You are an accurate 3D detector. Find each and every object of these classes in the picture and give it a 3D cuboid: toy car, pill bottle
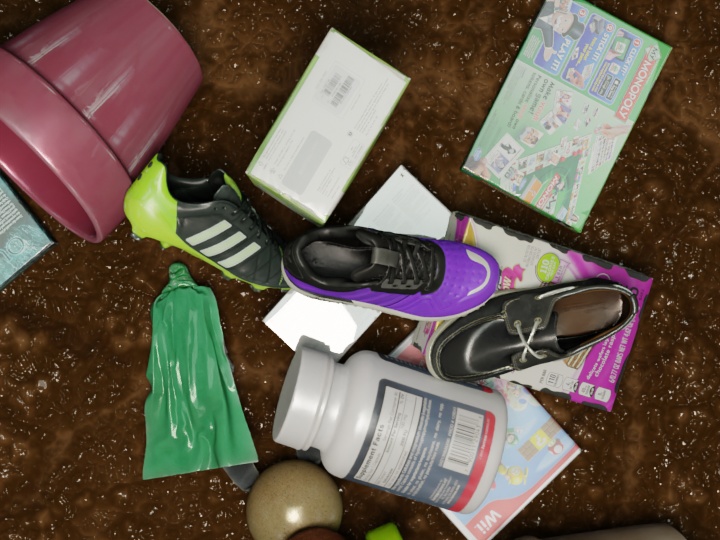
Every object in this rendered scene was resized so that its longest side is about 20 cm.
[{"bbox_3d":[-0.058,0.242,1.343,0.162,0.158,0.202,-21,63,-7],"label":"toy car"},{"bbox_3d":[0.025,0.141,1.302,0.197,0.120,0.121,18,90,-9],"label":"pill bottle"}]

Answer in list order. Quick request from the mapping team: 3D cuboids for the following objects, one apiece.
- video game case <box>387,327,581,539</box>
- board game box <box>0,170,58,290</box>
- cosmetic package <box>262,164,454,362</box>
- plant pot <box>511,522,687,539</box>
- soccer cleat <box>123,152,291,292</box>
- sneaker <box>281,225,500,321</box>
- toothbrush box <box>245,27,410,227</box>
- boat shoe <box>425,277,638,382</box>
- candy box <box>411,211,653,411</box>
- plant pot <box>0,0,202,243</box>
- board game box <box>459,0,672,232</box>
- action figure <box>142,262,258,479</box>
[{"bbox_3d":[0.100,0.152,1.384,0.143,0.017,0.200,-43,92,-1],"label":"video game case"},{"bbox_3d":[-0.410,-0.015,1.360,0.199,0.028,0.136,-39,92,-2],"label":"board game box"},{"bbox_3d":[0.000,0.000,1.362,0.082,0.051,0.200,43,89,-5],"label":"cosmetic package"},{"bbox_3d":[0.233,0.324,1.318,0.171,0.200,0.203,-18,91,-17],"label":"plant pot"},{"bbox_3d":[-0.117,-0.040,1.270,0.198,0.068,0.082,22,114,-30],"label":"soccer cleat"},{"bbox_3d":[0.027,-0.001,1.232,0.197,0.100,0.071,4,78,-1],"label":"sneaker"},{"bbox_3d":[-0.031,-0.123,1.285,0.085,0.200,0.147,31,90,-1],"label":"toothbrush box"},{"bbox_3d":[0.154,0.053,1.274,0.197,0.068,0.073,-16,101,-9],"label":"boat shoe"},{"bbox_3d":[0.163,0.039,1.339,0.197,0.061,0.138,16,94,-14],"label":"candy box"},{"bbox_3d":[-0.249,-0.158,1.293,0.200,0.200,0.179,44,74,-2],"label":"plant pot"},{"bbox_3d":[0.200,-0.157,1.378,0.133,0.029,0.202,27,90,-3],"label":"board game box"},{"bbox_3d":[-0.162,0.091,1.354,0.116,0.055,0.203,-9,82,9],"label":"action figure"}]
